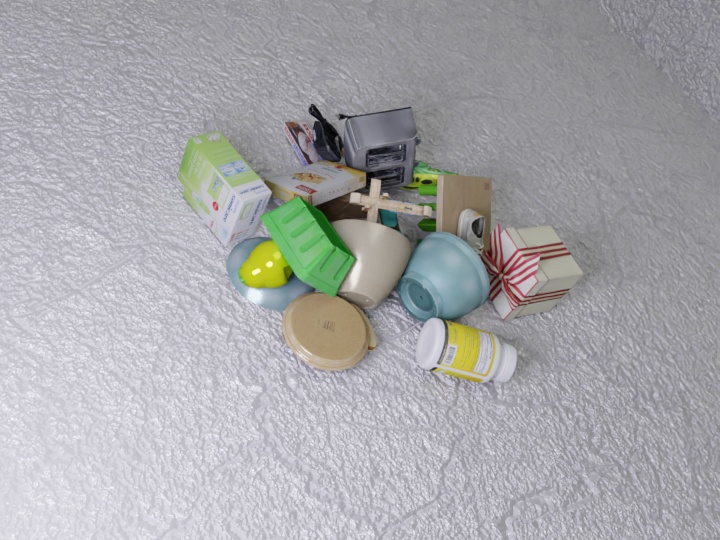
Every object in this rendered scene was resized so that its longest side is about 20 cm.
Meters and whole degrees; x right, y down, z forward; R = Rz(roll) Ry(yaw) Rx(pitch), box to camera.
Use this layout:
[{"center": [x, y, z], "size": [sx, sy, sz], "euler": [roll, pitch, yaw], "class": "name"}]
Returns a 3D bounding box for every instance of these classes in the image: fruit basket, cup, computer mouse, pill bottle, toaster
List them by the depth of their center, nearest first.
[{"center": [-0.143, -0.024, 1.569], "size": [0.155, 0.215, 0.216], "euler": [31, 30, -53], "class": "fruit basket"}, {"center": [0.000, 0.000, 1.652], "size": [0.200, 0.200, 0.144], "euler": [19, 67, -13], "class": "cup"}, {"center": [0.230, 0.178, 1.654], "size": [0.199, 0.113, 0.113], "euler": [16, 46, -17], "class": "pill bottle"}, {"center": [0.046, -0.300, 1.906], "size": [0.199, 0.181, 0.119], "euler": [-10, 56, -8], "class": "toaster"}, {"center": [-0.083, -0.320, 1.948], "size": [0.140, 0.046, 0.200], "euler": [42, 22, -47], "class": "computer mouse"}]

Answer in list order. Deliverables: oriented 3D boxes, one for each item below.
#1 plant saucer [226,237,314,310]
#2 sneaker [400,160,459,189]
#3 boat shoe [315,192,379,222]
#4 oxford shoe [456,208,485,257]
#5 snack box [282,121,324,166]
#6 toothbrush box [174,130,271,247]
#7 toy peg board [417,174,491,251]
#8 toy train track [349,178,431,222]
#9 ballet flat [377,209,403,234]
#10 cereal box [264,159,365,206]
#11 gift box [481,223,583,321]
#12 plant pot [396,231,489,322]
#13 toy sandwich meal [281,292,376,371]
[{"center": [-0.184, -0.006, 1.642], "size": [0.200, 0.039, 0.202], "euler": [15, 45, -16], "class": "plant saucer"}, {"center": [0.183, -0.257, 2.043], "size": [0.199, 0.074, 0.084], "euler": [4, 54, -26], "class": "sneaker"}, {"center": [-0.056, -0.155, 1.834], "size": [0.199, 0.072, 0.065], "euler": [2, 16, -17], "class": "boat shoe"}, {"center": [0.265, -0.047, 1.838], "size": [0.058, 0.201, 0.075], "euler": [8, 5, 40], "class": "oxford shoe"}, {"center": [-0.127, -0.301, 1.945], "size": [0.072, 0.024, 0.200], "euler": [-8, 56, -36], "class": "snack box"}, {"center": [-0.299, -0.177, 1.654], "size": [0.086, 0.146, 0.200], "euler": [-27, 68, -42], "class": "toothbrush box"}, {"center": [0.227, -0.133, 1.901], "size": [0.199, 0.098, 0.201], "euler": [-4, 97, -46], "class": "toy peg board"}, {"center": [0.074, -0.154, 1.787], "size": [0.199, 0.033, 0.115], "euler": [9, 79, -14], "class": "toy train track"}, {"center": [0.066, -0.079, 1.813], "size": [0.069, 0.070, 0.200], "euler": [19, 34, -13], "class": "ballet flat"}, {"center": [-0.104, -0.203, 1.782], "size": [0.144, 0.040, 0.200], "euler": [23, 34, 36], "class": "cereal box"}, {"center": [0.400, -0.010, 1.859], "size": [0.186, 0.200, 0.185], "euler": [-8, 51, -32], "class": "gift box"}, {"center": [0.167, 0.034, 1.702], "size": [0.134, 0.200, 0.200], "euler": [-36, 74, -32], "class": "plant pot"}, {"center": [-0.070, 0.129, 1.569], "size": [0.204, 0.070, 0.206], "euler": [12, 50, -15], "class": "toy sandwich meal"}]
